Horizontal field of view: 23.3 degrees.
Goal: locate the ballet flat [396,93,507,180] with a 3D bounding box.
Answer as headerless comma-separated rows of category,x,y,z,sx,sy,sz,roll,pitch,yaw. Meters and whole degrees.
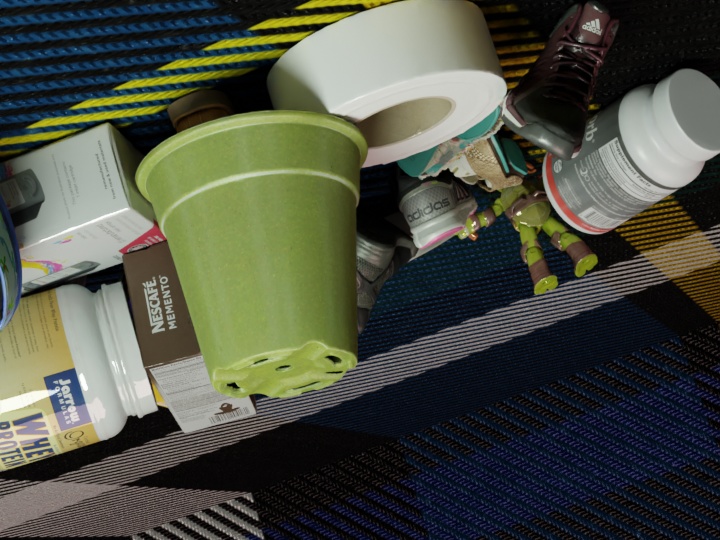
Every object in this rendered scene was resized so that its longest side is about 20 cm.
ballet flat,0.093,-0.149,1.649,0.064,0.076,0.200,-40,-176,-30

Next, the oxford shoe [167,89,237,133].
oxford shoe,-0.112,-0.100,1.549,0.071,0.072,0.200,-23,167,16

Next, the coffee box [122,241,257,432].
coffee box,-0.155,0.061,1.619,0.079,0.116,0.200,-14,157,-1

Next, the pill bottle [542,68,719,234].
pill bottle,0.294,-0.127,1.851,0.115,0.117,0.200,-7,162,-38

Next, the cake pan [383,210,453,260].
cake pan,0.028,-0.029,2.005,0.198,0.037,0.200,-25,173,-3

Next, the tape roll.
tape roll,0.023,-0.156,1.496,0.200,0.072,0.203,-17,166,-4

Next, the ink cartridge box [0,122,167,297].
ink cartridge box,-0.278,-0.042,1.530,0.198,0.087,0.148,-21,167,7

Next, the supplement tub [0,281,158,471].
supplement tub,-0.293,0.096,1.576,0.198,0.146,0.145,-17,166,-6

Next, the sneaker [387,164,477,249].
sneaker,0.073,-0.086,1.837,0.073,0.088,0.200,-22,-171,10

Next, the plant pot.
plant pot,-0.075,-0.002,1.439,0.197,0.192,0.200,-10,160,-3

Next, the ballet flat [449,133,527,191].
ballet flat,0.123,-0.114,1.786,0.065,0.071,0.200,-23,164,12

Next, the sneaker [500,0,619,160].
sneaker,0.178,-0.176,1.508,0.116,0.075,0.200,-61,-173,21

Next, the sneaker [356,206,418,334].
sneaker,0.000,0.000,1.799,0.115,0.076,0.199,-59,175,13

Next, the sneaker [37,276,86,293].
sneaker,-0.342,0.020,1.674,0.198,0.076,0.114,-22,163,7

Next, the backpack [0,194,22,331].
backpack,-0.372,-0.002,1.387,0.198,0.185,0.147,-17,-171,5

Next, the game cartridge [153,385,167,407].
game cartridge,-0.289,0.077,1.775,0.198,0.033,0.176,17,-169,-24

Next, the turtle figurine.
turtle figurine,0.197,-0.063,1.933,0.198,0.162,0.065,-20,153,-25

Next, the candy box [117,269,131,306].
candy box,-0.146,0.014,1.768,0.167,0.078,0.200,16,145,-18
